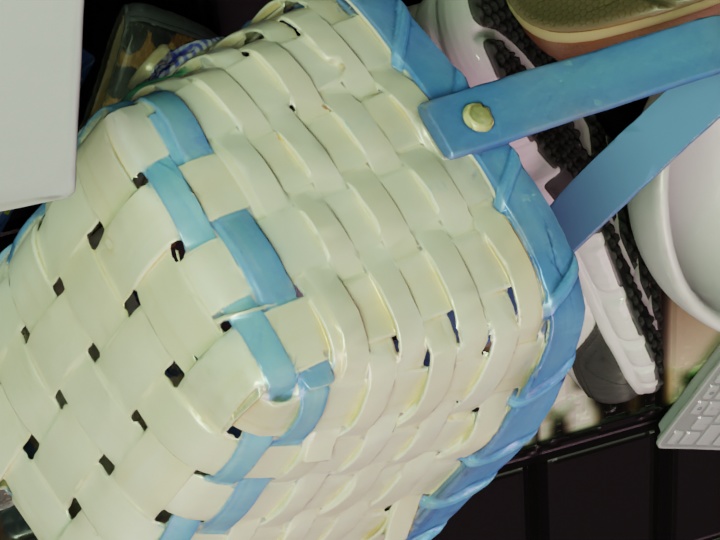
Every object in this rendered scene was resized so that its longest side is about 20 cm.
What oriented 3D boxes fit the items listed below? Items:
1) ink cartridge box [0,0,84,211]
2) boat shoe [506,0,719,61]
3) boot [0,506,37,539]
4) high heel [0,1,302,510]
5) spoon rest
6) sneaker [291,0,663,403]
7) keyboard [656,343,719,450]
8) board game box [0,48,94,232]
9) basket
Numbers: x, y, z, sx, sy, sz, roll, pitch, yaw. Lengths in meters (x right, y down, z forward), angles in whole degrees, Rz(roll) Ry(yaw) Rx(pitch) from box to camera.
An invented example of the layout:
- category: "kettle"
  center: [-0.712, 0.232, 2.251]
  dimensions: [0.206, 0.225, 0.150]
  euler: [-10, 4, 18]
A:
- category: "ink cartridge box"
  center: [-0.124, -0.127, 0.643]
  dimensions: [0.085, 0.200, 0.145]
  euler: [-11, 140, -18]
- category: "boat shoe"
  center: [0.141, -0.108, 0.881]
  dimensions: [0.200, 0.072, 0.068]
  euler: [-26, 141, -1]
- category: "boot"
  center: [-0.123, 0.092, 1.004]
  dimensions: [0.200, 0.075, 0.097]
  euler: [-15, 157, -7]
- category: "high heel"
  center: [-0.115, -0.002, 0.900]
  dimensions: [0.200, 0.071, 0.143]
  euler: [-22, 131, 1]
- category: "spoon rest"
  center: [0.141, -0.003, 0.988]
  dimensions: [0.061, 0.099, 0.200]
  euler: [10, 151, 31]
- category: "sneaker"
  center: [0.042, -0.021, 0.948]
  dimensions: [0.080, 0.074, 0.200]
  euler: [-18, 138, 17]
- category: "keyboard"
  center: [0.178, -0.002, 1.064]
  dimensions: [0.056, 0.011, 0.200]
  euler: [9, 132, -32]
- category: "board game box"
  center: [-0.172, -0.019, 0.805]
  dimensions: [0.135, 0.034, 0.200]
  euler: [36, 125, 5]
- category: "basket"
  center: [0.000, 0.000, 0.802]
  dimensions: [0.200, 0.139, 0.176]
  euler: [-12, 154, -41]
